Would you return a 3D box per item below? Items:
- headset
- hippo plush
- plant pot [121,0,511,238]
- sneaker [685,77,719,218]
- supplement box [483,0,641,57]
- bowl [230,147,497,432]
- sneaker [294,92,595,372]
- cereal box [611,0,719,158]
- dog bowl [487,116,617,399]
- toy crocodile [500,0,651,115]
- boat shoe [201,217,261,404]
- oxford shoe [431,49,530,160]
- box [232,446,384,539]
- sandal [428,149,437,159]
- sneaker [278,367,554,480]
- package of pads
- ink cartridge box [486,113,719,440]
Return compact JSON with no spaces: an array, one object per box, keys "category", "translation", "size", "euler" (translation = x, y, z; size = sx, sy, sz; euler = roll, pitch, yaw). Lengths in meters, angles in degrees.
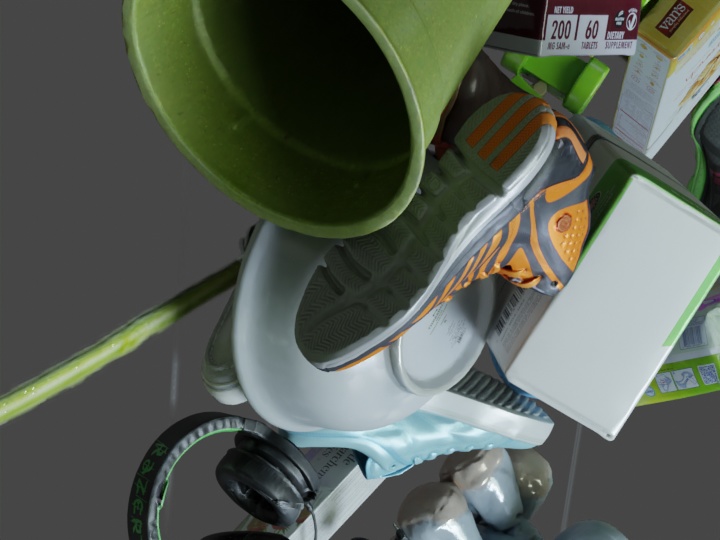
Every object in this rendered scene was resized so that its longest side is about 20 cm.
[{"category":"headset","translation":[-0.057,0.165,1.698],"size":[0.199,0.094,0.124],"euler":[21,81,-41]},{"category":"hippo plush","translation":[0.113,0.236,1.929],"size":[0.159,0.160,0.201],"euler":[-11,124,-48]},{"category":"plant pot","translation":[0.000,-0.153,1.488],"size":[0.190,0.199,0.201],"euler":[-46,146,-39]},{"category":"sneaker","translation":[0.292,-0.080,1.976],"size":[0.077,0.084,0.201],"euler":[-39,146,-33]},{"category":"supplement box","translation":[0.133,-0.237,1.644],"size":[0.109,0.061,0.201],"euler":[-7,107,-49]},{"category":"bowl","translation":[0.019,0.017,1.590],"size":[0.201,0.090,0.202],"euler":[-28,129,-41]},{"category":"sneaker","translation":[0.060,-0.001,1.497],"size":[0.200,0.078,0.112],"euler":[-42,139,7]},{"category":"cereal box","translation":[0.237,-0.168,1.823],"size":[0.144,0.039,0.200],"euler":[-49,168,-13]},{"category":"dog bowl","translation":[0.132,-0.005,1.787],"size":[0.049,0.111,0.201],"euler":[1,90,-35]},{"category":"toy crocodile","translation":[0.150,-0.170,1.750],"size":[0.201,0.067,0.062],"euler":[-58,177,-2]},{"category":"boat shoe","translation":[-0.042,-0.011,1.628],"size":[0.200,0.072,0.069],"euler":[-51,131,-7]},{"category":"oxford shoe","translation":[0.082,-0.104,1.644],"size":[0.200,0.072,0.072],"euler":[42,59,-80]},{"category":"box","translation":[-0.037,0.162,1.790],"size":[0.200,0.039,0.042],"euler":[-46,146,-18]},{"category":"sandal","translation":[0.000,0.000,1.708],"size":[0.200,0.045,0.075],"euler":[-58,150,-34]},{"category":"sneaker","translation":[0.032,0.103,1.768],"size":[0.199,0.074,0.082],"euler":[14,109,-22]},{"category":"package of pads","translation":[0.267,0.048,1.996],"size":[0.199,0.154,0.069],"euler":[-17,91,-46]},{"category":"ink cartridge box","translation":[0.144,-0.001,1.626],"size":[0.146,0.084,0.200],"euler":[-58,-169,9]}]
